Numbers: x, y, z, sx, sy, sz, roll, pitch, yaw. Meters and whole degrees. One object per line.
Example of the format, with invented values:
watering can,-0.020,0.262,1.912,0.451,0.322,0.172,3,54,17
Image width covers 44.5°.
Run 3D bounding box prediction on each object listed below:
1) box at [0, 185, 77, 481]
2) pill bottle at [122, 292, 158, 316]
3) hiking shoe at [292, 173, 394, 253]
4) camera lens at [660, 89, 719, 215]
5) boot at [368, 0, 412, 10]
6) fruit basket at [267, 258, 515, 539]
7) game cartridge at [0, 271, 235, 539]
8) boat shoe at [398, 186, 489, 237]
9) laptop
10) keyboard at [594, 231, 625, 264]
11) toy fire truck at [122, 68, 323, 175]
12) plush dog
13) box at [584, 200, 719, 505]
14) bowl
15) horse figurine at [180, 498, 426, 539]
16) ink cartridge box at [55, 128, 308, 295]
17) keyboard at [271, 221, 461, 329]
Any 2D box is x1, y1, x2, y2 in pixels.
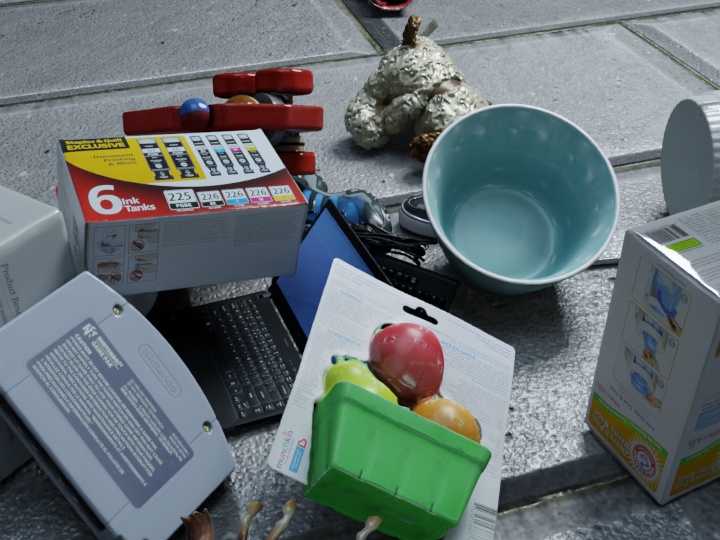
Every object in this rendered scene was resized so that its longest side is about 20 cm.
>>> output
box,-0.349,0.044,0.727,0.197,0.203,0.171,21,40,28
pill bottle,-0.244,-0.043,0.921,0.107,0.111,0.202,1,36,3
hiking shoe,-0.043,-0.050,0.970,0.086,0.076,0.198,-30,34,-28
camera lens,0.453,-0.120,0.971,0.195,0.163,0.161,-3,36,-3
boot,0.008,-0.525,1.595,0.198,0.075,0.155,3,31,-1
fruit basket,0.033,0.105,0.697,0.182,0.094,0.202,25,43,-10
game cartridge,-0.191,0.108,0.681,0.202,0.041,0.133,54,43,-5
boat shoe,0.141,-0.080,1.002,0.195,0.067,0.071,3,36,5
laptop,-0.088,0.038,0.814,0.196,0.105,0.178,-12,37,-19
keyboard,0.208,-0.022,0.970,0.195,0.011,0.057,-4,37,-5
toy fire truck,-0.144,-0.159,0.954,0.166,0.115,0.198,-8,11,-43
plush dog,0.101,-0.219,1.146,0.172,0.162,0.199,45,51,16
box,0.262,0.064,0.690,0.110,0.204,0.102,-15,38,-22
bowl,0.154,-0.056,0.903,0.196,0.106,0.205,2,64,-4
horse figurine,-0.035,0.226,0.594,0.195,0.050,0.135,12,55,4
ink cartridge box,-0.173,-0.070,0.816,0.196,0.085,0.176,-7,41,-27
keyboard,0.000,0.000,0.872,0.197,0.106,0.040,19,-5,25
